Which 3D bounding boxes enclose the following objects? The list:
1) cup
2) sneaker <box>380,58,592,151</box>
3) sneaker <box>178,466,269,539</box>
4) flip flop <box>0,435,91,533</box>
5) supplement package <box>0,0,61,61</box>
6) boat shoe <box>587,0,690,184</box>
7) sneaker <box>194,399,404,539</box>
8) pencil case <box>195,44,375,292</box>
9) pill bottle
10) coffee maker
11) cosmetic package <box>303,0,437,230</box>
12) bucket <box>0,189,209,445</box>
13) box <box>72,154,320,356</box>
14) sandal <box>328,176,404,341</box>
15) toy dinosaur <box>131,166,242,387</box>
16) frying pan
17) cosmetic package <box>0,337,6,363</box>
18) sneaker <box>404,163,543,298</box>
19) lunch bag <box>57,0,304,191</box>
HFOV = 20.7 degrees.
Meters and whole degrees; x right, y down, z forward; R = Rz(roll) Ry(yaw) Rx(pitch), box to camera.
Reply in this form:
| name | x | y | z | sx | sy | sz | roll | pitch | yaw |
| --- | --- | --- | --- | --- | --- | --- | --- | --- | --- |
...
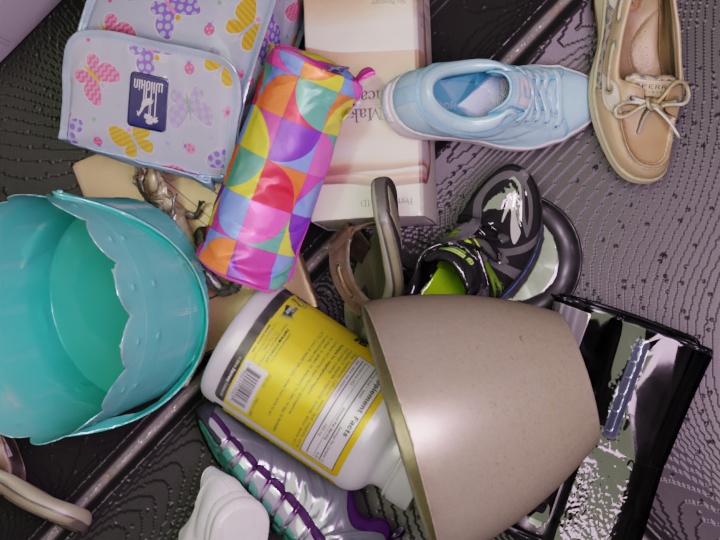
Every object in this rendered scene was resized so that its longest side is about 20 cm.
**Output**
| name | x | y | z | sx | sy | sz | roll | pitch | yaw |
| --- | --- | --- | --- | --- | --- | --- | --- | --- | --- |
| cup | 0.095 | 0.099 | 1.467 | 0.142 | 0.200 | 0.202 | -17 | 83 | -3 |
| sneaker | 0.120 | -0.134 | 1.596 | 0.198 | 0.082 | 0.075 | -7 | 90 | -26 |
| sneaker | -0.132 | 0.262 | 1.673 | 0.088 | 0.075 | 0.202 | 42 | 120 | 50 |
| flip flop | -0.314 | 0.161 | 1.707 | 0.199 | 0.081 | 0.058 | 27 | 84 | 9 |
| supplement package | -0.313 | -0.287 | 1.711 | 0.200 | 0.120 | 0.121 | -43 | 79 | 6 |
| boat shoe | 0.229 | -0.173 | 1.616 | 0.072 | 0.063 | 0.202 | -3 | 84 | -21 |
| sneaker | -0.053 | 0.175 | 1.670 | 0.087 | 0.074 | 0.200 | -39 | 83 | -16 |
| pencil case | -0.062 | -0.083 | 1.584 | 0.088 | 0.088 | 0.202 | 24 | 98 | 11 |
| pill bottle | -0.023 | 0.107 | 1.621 | 0.199 | 0.112 | 0.113 | 33 | 93 | 6 |
| coffee maker | 0.212 | 0.139 | 1.592 | 0.190 | 0.135 | 0.202 | 21 | 92 | -15 |
| cosmetic package | 0.008 | -0.138 | 1.656 | 0.102 | 0.087 | 0.203 | -4 | 86 | 10 |
| bucket | -0.232 | 0.033 | 1.635 | 0.205 | 0.134 | 0.210 | 5 | 100 | 31 |
| box | -0.143 | -0.030 | 1.712 | 0.162 | 0.021 | 0.202 | -22 | 83 | 9 |
| sandal | 0.000 | 0.001 | 1.596 | 0.057 | 0.202 | 0.081 | 1 | 57 | -10 |
| toy dinosaur | -0.137 | -0.009 | 1.675 | 0.087 | 0.047 | 0.202 | -16 | 85 | 26 |
| frying pan | 0.116 | 0.025 | 1.657 | 0.114 | 0.031 | 0.192 | 22 | 88 | 12 |
| cosmetic package | -0.375 | 0.002 | 1.731 | 0.100 | 0.071 | 0.202 | -20 | 82 | 9 |
| sneaker | 0.089 | -0.003 | 1.594 | 0.070 | 0.083 | 0.200 | 31 | 70 | 11 |
| lunch bag | -0.149 | -0.181 | 1.656 | 0.168 | 0.127 | 0.202 | 16 | 80 | 16 |
